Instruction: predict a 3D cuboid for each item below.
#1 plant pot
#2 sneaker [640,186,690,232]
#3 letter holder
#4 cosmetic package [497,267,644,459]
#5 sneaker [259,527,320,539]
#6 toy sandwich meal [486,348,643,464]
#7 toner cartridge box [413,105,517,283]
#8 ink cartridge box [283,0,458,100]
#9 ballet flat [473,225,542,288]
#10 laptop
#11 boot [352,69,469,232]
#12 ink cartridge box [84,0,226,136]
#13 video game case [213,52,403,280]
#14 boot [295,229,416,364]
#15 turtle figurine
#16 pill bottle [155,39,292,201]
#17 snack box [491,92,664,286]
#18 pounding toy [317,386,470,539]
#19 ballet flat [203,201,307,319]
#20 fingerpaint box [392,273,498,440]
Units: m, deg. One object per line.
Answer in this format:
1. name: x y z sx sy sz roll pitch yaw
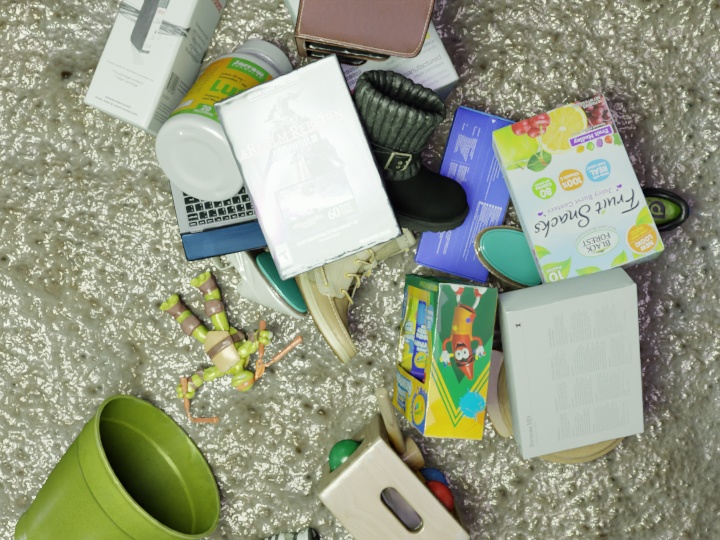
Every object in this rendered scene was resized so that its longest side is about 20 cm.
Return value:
1. plant pot: -0.306 0.288 1.179 0.192 0.200 0.201 -40 91 13
2. sneaker: 0.309 -0.077 1.207 0.196 0.083 0.072 0 92 0
3. letter holder: 0.015 -0.327 1.048 0.140 0.101 0.203 9 91 -1
4. cosmetic package: 0.243 0.109 1.128 0.149 0.052 0.203 -12 116 -4
5. sneaker: -0.097 0.434 1.238 0.114 0.076 0.204 -9 84 9
6. toy sandwich meal: 0.251 0.147 1.225 0.202 0.070 0.209 0 93 -3
7. toner cartridge box: 0.138 -0.094 1.227 0.094 0.043 0.203 16 92 -2
8. ink cartridge box: 0.008 -0.277 1.170 0.144 0.145 0.202 -26 91 1
9. ballet flat: 0.224 -0.005 1.211 0.198 0.065 0.071 19 88 -11
10. laptop: -0.128 -0.102 1.148 0.185 0.116 0.203 -11 73 -11
11. boot: 0.063 -0.130 1.103 0.209 0.080 0.159 7 128 -31
12. ink cartridge box: -0.239 -0.269 1.170 0.083 0.144 0.202 23 91 0
13. video game case: -0.055 -0.107 1.035 0.141 0.019 0.202 -20 99 10
14. boot: 0.000 0.000 1.191 0.154 0.073 0.202 -23 60 -2
15. turtle figurine: -0.167 0.084 1.217 0.199 0.064 0.162 -36 83 26
16. pill bottle: -0.149 -0.184 1.146 0.110 0.201 0.112 12 135 12
17. snack box: 0.252 -0.090 1.153 0.140 0.053 0.203 -19 77 4
18. pounding toy: 0.039 0.246 1.167 0.142 0.184 0.200 -42 91 1
19. ballet flat: -0.143 -0.009 1.225 0.069 0.069 0.201 -38 87 1
20. fingerpaint box: 0.093 0.094 1.151 0.072 0.200 0.170 5 93 -8
